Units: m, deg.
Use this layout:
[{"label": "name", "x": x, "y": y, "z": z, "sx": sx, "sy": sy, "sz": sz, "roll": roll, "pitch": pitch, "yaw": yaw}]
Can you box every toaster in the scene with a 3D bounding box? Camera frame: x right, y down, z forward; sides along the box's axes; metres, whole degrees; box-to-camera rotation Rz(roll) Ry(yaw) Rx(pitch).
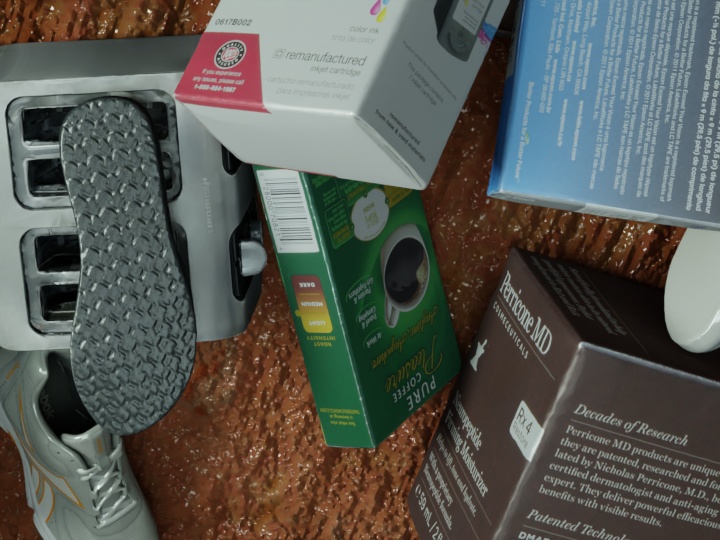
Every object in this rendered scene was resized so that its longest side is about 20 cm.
[{"label": "toaster", "x": -0.160, "y": -0.054, "z": 1.204, "sx": 0.200, "sy": 0.119, "sz": 0.181, "roll": -2, "pitch": 107, "yaw": 0}]

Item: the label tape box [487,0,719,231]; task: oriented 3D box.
[{"label": "label tape box", "x": 0.185, "y": -0.099, "z": 1.137, "sx": 0.200, "sy": 0.066, "sz": 0.144, "roll": 9, "pitch": 88, "yaw": -4}]

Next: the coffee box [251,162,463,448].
[{"label": "coffee box", "x": 0.000, "y": 0.000, "z": 1.223, "sx": 0.044, "sy": 0.123, "sz": 0.200, "roll": -2, "pitch": 113, "yaw": 34}]

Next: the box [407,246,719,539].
[{"label": "box", "x": 0.151, "y": 0.121, "z": 1.231, "sx": 0.164, "sy": 0.166, "sz": 0.200, "roll": 16, "pitch": 107, "yaw": -16}]

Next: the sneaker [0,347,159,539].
[{"label": "sneaker", "x": -0.184, "y": 0.127, "z": 1.265, "sx": 0.076, "sy": 0.092, "sz": 0.200, "roll": -37, "pitch": 110, "yaw": -27}]

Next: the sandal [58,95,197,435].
[{"label": "sandal", "x": -0.136, "y": -0.004, "z": 1.140, "sx": 0.075, "sy": 0.048, "sz": 0.201, "roll": -3, "pitch": 95, "yaw": 1}]

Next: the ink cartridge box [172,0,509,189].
[{"label": "ink cartridge box", "x": 0.002, "y": -0.158, "z": 1.111, "sx": 0.086, "sy": 0.147, "sz": 0.200, "roll": 40, "pitch": 67, "yaw": -45}]

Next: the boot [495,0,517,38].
[{"label": "boot", "x": 0.132, "y": -0.233, "z": 1.183, "sx": 0.186, "sy": 0.064, "sz": 0.200, "roll": 22, "pitch": 104, "yaw": -9}]

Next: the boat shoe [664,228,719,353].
[{"label": "boat shoe", "x": 0.248, "y": -0.027, "z": 1.205, "sx": 0.068, "sy": 0.200, "sz": 0.072, "roll": 35, "pitch": 144, "yaw": -22}]
